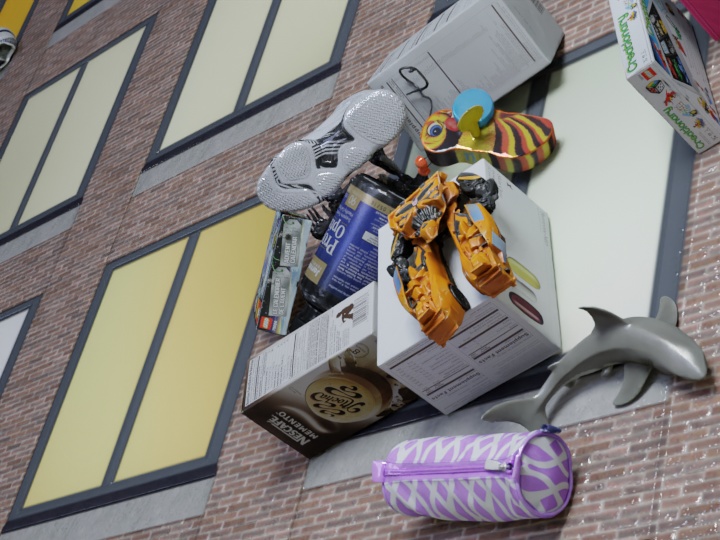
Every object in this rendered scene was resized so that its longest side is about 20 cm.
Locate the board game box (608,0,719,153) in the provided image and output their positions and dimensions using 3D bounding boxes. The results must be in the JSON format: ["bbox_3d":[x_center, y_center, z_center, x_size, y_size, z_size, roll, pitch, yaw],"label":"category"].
[{"bbox_3d":[0.306,-0.225,1.502,0.035,0.126,0.200,-33,35,28],"label":"board game box"}]

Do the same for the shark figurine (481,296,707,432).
[{"bbox_3d":[0.213,0.073,1.361,0.214,0.089,0.128,-27,38,34],"label":"shark figurine"}]

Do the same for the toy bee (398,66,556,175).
[{"bbox_3d":[0.116,-0.145,1.676,0.200,0.131,0.109,15,69,44],"label":"toy bee"}]

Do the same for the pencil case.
[{"bbox_3d":[0.106,0.193,1.378,0.200,0.085,0.084,-14,74,49],"label":"pencil case"}]

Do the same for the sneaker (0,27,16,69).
[{"bbox_3d":[-0.873,-0.474,3.420,0.200,0.076,0.081,-47,40,12],"label":"sneaker"}]

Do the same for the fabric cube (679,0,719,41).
[{"bbox_3d":[0.383,-0.400,1.510,0.199,0.200,0.197,-32,35,27],"label":"fabric cube"}]

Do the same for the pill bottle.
[{"bbox_3d":[0.000,0.000,1.683,0.200,0.112,0.112,-62,30,5],"label":"pill bottle"}]

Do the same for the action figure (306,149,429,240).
[{"bbox_3d":[0.006,-0.089,1.795,0.200,0.102,0.119,-12,47,52],"label":"action figure"}]

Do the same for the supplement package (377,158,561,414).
[{"bbox_3d":[0.109,0.016,1.532,0.156,0.111,0.200,-33,37,30],"label":"supplement package"}]

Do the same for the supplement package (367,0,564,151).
[{"bbox_3d":[0.125,-0.254,1.763,0.200,0.114,0.110,-33,14,29],"label":"supplement package"}]

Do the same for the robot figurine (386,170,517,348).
[{"bbox_3d":[0.083,-0.023,1.442,0.145,0.058,0.200,-42,33,16],"label":"robot figurine"}]

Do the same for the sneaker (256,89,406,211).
[{"bbox_3d":[-0.029,-0.141,1.717,0.200,0.075,0.115,-36,7,10],"label":"sneaker"}]

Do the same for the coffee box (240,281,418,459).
[{"bbox_3d":[-0.021,0.112,1.610,0.200,0.113,0.080,-33,36,31],"label":"coffee box"}]

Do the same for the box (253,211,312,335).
[{"bbox_3d":[-0.096,-0.002,1.781,0.200,0.040,0.137,-144,66,-84],"label":"box"}]
